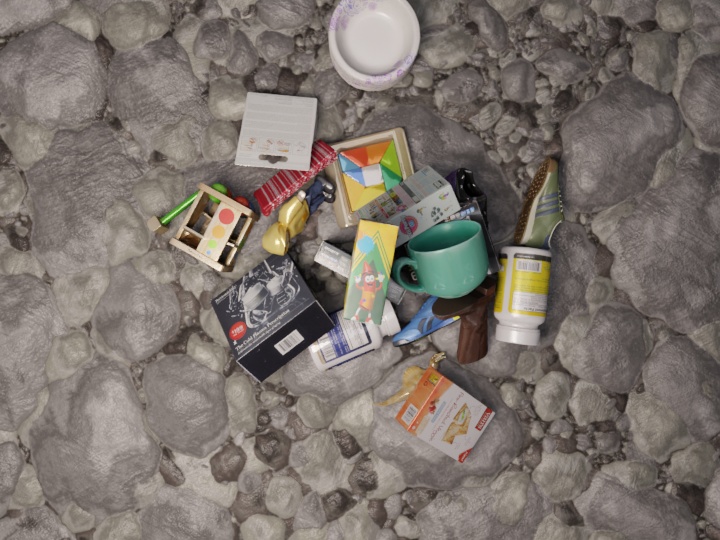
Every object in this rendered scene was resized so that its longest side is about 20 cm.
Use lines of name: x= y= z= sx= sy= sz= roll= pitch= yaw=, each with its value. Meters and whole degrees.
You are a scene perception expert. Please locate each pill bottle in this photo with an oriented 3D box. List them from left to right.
pill bottle: x=-0.017 y=0.131 z=1.276 sx=0.196 sy=0.111 sz=0.113 roll=-22 pitch=90 yaw=-2
pill bottle: x=0.351 y=0.055 z=1.289 sx=0.111 sy=0.114 sz=0.206 roll=6 pitch=90 yaw=-2

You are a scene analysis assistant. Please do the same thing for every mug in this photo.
mug: x=0.164 y=-0.013 z=1.179 sx=0.181 sy=0.153 sz=0.117 roll=-12 pitch=111 yaw=19

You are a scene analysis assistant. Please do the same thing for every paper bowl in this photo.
paper bowl: x=0.028 y=-0.495 z=1.286 sx=0.195 sy=0.104 sz=0.207 roll=0 pitch=89 yaw=-2

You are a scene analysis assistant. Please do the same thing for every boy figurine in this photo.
boy figurine: x=-0.132 y=-0.117 z=1.249 sx=0.064 sy=0.125 sz=0.201 roll=31 pitch=60 yaw=11

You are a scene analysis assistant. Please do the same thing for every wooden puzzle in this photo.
wooden puzzle: x=0.024 y=-0.208 z=1.317 sx=0.195 sy=0.037 sz=0.190 roll=-15 pitch=90 yaw=-2

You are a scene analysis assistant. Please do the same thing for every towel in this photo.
towel: x=-0.143 y=-0.202 z=1.266 sx=0.199 sy=0.145 sz=0.023 roll=-39 pitch=119 yaw=-1

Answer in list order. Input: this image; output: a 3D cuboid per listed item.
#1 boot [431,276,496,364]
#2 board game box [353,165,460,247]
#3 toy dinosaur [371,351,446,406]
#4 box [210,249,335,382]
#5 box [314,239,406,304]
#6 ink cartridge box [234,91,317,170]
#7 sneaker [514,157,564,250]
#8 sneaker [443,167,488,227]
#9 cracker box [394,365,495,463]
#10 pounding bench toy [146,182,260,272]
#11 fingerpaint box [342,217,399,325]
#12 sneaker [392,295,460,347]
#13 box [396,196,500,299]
boot: x=0.215 y=0.131 z=1.247 sx=0.183 sy=0.064 sz=0.204 roll=-21 pitch=129 yaw=-31
board game box: x=0.092 y=-0.126 z=1.240 sx=0.197 sy=0.148 sz=0.065 roll=-30 pitch=116 yaw=2
toy dinosaur: x=0.125 y=0.269 z=1.318 sx=0.199 sy=0.058 sz=0.102 roll=-38 pitch=76 yaw=-8
box: x=-0.185 y=0.089 z=1.229 sx=0.198 sy=0.105 sz=0.183 roll=-36 pitch=48 yaw=-2
box: x=0.000 y=0.000 z=1.252 sx=0.197 sy=0.159 sz=0.047 roll=28 pitch=93 yaw=-2
ink cartridge box: x=-0.175 y=-0.288 z=1.263 sx=0.158 sy=0.050 sz=0.205 roll=4 pitch=63 yaw=-2
sneaker: x=0.418 y=-0.140 z=1.322 sx=0.088 sy=0.067 sz=0.205 roll=20 pitch=89 yaw=-9
sneaker: x=0.244 y=-0.124 z=1.288 sx=0.075 sy=0.087 sz=0.203 roll=-28 pitch=91 yaw=-30
cracker box: x=0.184 y=0.311 z=1.264 sx=0.199 sy=0.057 sz=0.135 roll=36 pitch=87 yaw=-33
pounding bench toy: x=-0.334 y=-0.114 z=1.259 sx=0.197 sy=0.124 sz=0.159 roll=28 pitch=89 yaw=-2
fingerpaint box: x=0.017 y=-0.006 z=1.072 sx=0.071 sy=0.200 sz=0.171 roll=10 pitch=95 yaw=-2
sneaker: x=0.150 y=0.101 z=1.310 sx=0.197 sy=0.066 sz=0.080 roll=-27 pitch=82 yaw=-3
box: x=0.184 y=-0.045 z=1.272 sx=0.196 sy=0.050 sz=0.161 roll=-19 pitch=104 yaw=15
